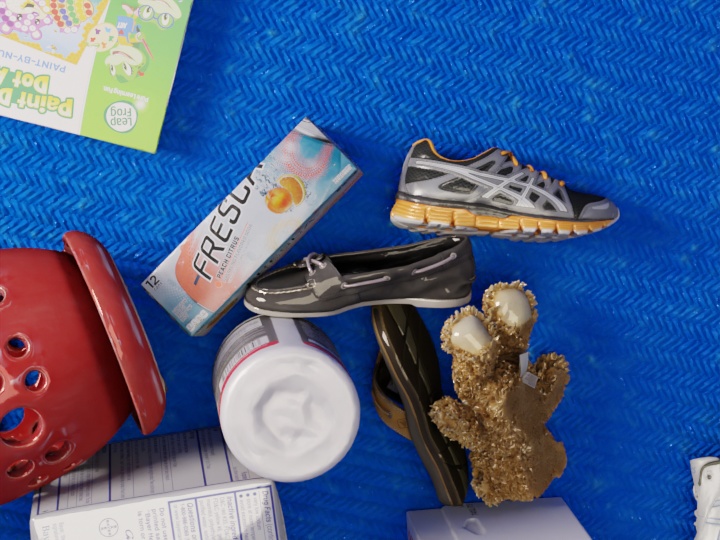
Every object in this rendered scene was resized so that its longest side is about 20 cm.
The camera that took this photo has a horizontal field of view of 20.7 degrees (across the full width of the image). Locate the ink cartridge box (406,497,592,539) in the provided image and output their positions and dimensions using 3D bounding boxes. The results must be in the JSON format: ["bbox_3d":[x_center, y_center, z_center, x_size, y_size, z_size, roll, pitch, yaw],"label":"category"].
[{"bbox_3d":[0.123,0.316,1.710,0.146,0.147,0.200,-4,101,-6],"label":"ink cartridge box"}]

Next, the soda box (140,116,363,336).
[{"bbox_3d":[-0.090,-0.035,1.654,0.064,0.068,0.200,44,92,5],"label":"soda box"}]

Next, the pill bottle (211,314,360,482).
[{"bbox_3d":[-0.065,0.096,1.618,0.111,0.200,0.111,-1,100,-7],"label":"pill bottle"}]

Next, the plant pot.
[{"bbox_3d":[-0.267,0.071,1.594,0.182,0.200,0.201,-23,102,-11],"label":"plant pot"}]

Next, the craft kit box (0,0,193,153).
[{"bbox_3d":[-0.241,-0.215,1.622,0.200,0.049,0.198,13,101,-9],"label":"craft kit box"}]

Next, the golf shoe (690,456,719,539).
[{"bbox_3d":[0.322,0.214,1.767,0.097,0.078,0.200,38,88,5],"label":"golf shoe"}]

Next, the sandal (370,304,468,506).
[{"bbox_3d":[0.042,0.114,1.710,0.055,0.082,0.200,-14,108,22],"label":"sandal"}]

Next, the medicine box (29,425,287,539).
[{"bbox_3d":[-0.167,0.209,1.635,0.200,0.182,0.103,-8,102,-6],"label":"medicine box"}]

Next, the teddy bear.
[{"bbox_3d":[0.118,0.104,1.696,0.145,0.067,0.200,-52,133,-26],"label":"teddy bear"}]

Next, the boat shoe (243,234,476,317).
[{"bbox_3d":[0.000,0.000,1.655,0.200,0.067,0.057,-3,114,-15],"label":"boat shoe"}]

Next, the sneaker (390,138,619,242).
[{"bbox_3d":[0.126,-0.066,1.682,0.200,0.078,0.077,6,82,-14],"label":"sneaker"}]
